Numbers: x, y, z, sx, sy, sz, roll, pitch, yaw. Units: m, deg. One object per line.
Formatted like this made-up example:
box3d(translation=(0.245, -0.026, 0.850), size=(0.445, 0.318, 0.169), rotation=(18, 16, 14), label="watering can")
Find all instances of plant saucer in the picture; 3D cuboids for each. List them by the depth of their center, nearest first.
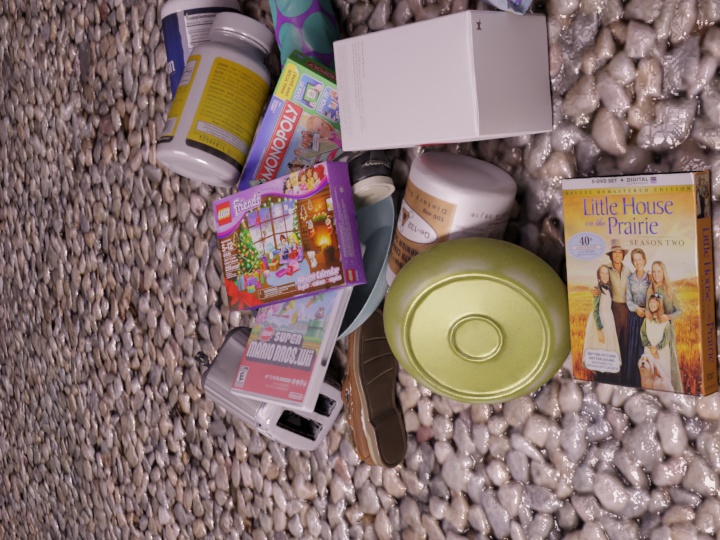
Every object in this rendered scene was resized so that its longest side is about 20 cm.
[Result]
box3d(translation=(0.119, 0.062, 0.972), size=(0.198, 0.031, 0.202), rotation=(5, 119, 8), label="plant saucer")
box3d(translation=(0.000, 0.000, 1.139), size=(0.201, 0.038, 0.202), rotation=(-49, 27, 36), label="plant saucer")

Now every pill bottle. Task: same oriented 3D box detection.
box3d(translation=(0.088, -0.015, 1.022), size=(0.114, 0.114, 0.202), rotation=(34, 122, 39), label="pill bottle")
box3d(translation=(-0.177, -0.217, 1.204), size=(0.111, 0.111, 0.202), rotation=(7, 76, 48), label="pill bottle")
box3d(translation=(-0.214, -0.316, 1.311), size=(0.110, 0.110, 0.202), rotation=(-5, 93, 49), label="pill bottle")

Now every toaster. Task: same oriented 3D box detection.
box3d(translation=(-0.111, 0.153, 1.232), size=(0.129, 0.200, 0.114), rotation=(27, 83, 36), label="toaster")

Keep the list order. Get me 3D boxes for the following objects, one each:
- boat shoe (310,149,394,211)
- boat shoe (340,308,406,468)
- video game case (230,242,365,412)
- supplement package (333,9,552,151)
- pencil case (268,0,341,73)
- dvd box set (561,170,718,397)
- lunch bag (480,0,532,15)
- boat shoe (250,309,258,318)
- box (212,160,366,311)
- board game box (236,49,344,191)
box3d(translation=(-0.042, -0.094, 1.135), size=(0.199, 0.071, 0.068), rotation=(-24, 75, 39), label="boat shoe")
box3d(translation=(0.004, 0.145, 1.181), size=(0.068, 0.071, 0.202), rotation=(1, 98, 47), label="boat shoe")
box3d(translation=(-0.075, 0.059, 1.120), size=(0.142, 0.017, 0.202), rotation=(3, 70, 47), label="video game case")
box3d(translation=(0.082, -0.192, 0.990), size=(0.199, 0.120, 0.121), rotation=(2, 99, 49), label="supplement package")
box3d(translation=(-0.076, -0.310, 1.175), size=(0.092, 0.085, 0.202), rotation=(-16, 84, 35), label="pencil case")
box3d(translation=(0.260, 0.010, 0.895), size=(0.146, 0.029, 0.202), rotation=(4, 101, 48), label="dvd box set")
box3d(translation=(0.122, -0.372, 0.897), size=(0.169, 0.127, 0.201), rotation=(37, 95, 37), label="lunch bag")
box3d(translation=(-0.116, 0.029, 1.299), size=(0.199, 0.067, 0.074), rotation=(-145, 43, -68), label="boat shoe")
box3d(translation=(-0.087, -0.035, 1.103), size=(0.199, 0.039, 0.138), rotation=(-14, 83, 41), label="box")
box3d(translation=(-0.058, -0.147, 1.150), size=(0.134, 0.029, 0.201), rotation=(28, 128, -1), label="board game box")
